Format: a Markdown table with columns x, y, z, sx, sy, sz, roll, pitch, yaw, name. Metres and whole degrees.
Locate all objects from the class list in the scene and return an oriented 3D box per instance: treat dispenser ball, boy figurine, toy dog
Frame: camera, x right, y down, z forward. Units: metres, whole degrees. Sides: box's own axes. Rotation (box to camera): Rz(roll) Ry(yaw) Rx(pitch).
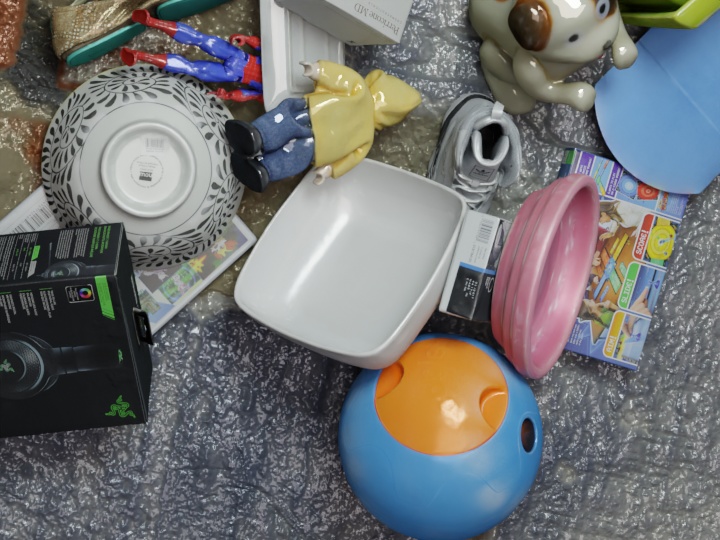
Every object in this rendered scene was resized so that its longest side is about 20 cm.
| x | y | z | sx | sy | sz | roll | pitch | yaw | name |
| --- | --- | --- | --- | --- | --- | --- | --- | --- | --- |
| 0.078 | 0.162 | 1.472 | 0.199 | 0.201 | 0.203 | -1 | 96 | -9 | treat dispenser ball |
| -0.031 | -0.149 | 1.454 | 0.199 | 0.064 | 0.125 | -27 | 122 | -26 | boy figurine |
| 0.186 | -0.249 | 1.450 | 0.139 | 0.200 | 0.195 | -31 | 100 | -6 | toy dog |

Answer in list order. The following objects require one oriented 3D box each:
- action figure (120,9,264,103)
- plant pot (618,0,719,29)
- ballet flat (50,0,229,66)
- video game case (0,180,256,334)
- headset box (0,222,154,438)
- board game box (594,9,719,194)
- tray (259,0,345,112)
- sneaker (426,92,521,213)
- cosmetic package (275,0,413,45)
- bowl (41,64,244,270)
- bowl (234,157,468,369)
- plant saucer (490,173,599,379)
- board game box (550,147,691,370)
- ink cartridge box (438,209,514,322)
| x | y | z | sx | sy | sz | roll | pitch | yaw | name |
| --- | --- | --- | --- | --- | --- | --- | --- | --- | --- |
| -0.129 | -0.199 | 1.458 | 0.199 | 0.052 | 0.066 | 10 | 101 | -35 | action figure |
| 0.295 | -0.347 | 1.466 | 0.199 | 0.200 | 0.182 | -42 | 108 | -4 | plant pot |
| -0.208 | -0.263 | 1.453 | 0.198 | 0.071 | 0.066 | -23 | 85 | -10 | ballet flat |
| -0.234 | -0.033 | 1.492 | 0.200 | 0.022 | 0.183 | -42 | 100 | -4 | video game case |
| -0.292 | 0.058 | 1.408 | 0.198 | 0.093 | 0.175 | -5 | 124 | -1 | headset box |
| 0.333 | -0.178 | 1.561 | 0.200 | 0.039 | 0.158 | -45 | 98 | -5 | board game box |
| -0.051 | -0.256 | 1.474 | 0.107 | 0.022 | 0.202 | -7 | 98 | -42 | tray |
| 0.102 | -0.078 | 1.496 | 0.074 | 0.115 | 0.202 | 14 | 93 | -10 | sneaker |
| 0.007 | -0.328 | 1.442 | 0.107 | 0.084 | 0.202 | 22 | 82 | -38 | cosmetic package |
| -0.202 | -0.096 | 1.433 | 0.199 | 0.094 | 0.203 | -1 | 96 | -11 | bowl |
| 0.000 | 0.000 | 1.457 | 0.201 | 0.199 | 0.075 | -56 | 143 | -18 | bowl |
| 0.175 | 0.002 | 1.456 | 0.050 | 0.200 | 0.203 | 16 | 93 | 20 | plant saucer |
| 0.250 | -0.012 | 1.567 | 0.134 | 0.034 | 0.202 | 17 | 92 | -11 | board game box |
| 0.134 | 0.000 | 1.472 | 0.039 | 0.200 | 0.100 | 16 | 94 | 20 | ink cartridge box |
